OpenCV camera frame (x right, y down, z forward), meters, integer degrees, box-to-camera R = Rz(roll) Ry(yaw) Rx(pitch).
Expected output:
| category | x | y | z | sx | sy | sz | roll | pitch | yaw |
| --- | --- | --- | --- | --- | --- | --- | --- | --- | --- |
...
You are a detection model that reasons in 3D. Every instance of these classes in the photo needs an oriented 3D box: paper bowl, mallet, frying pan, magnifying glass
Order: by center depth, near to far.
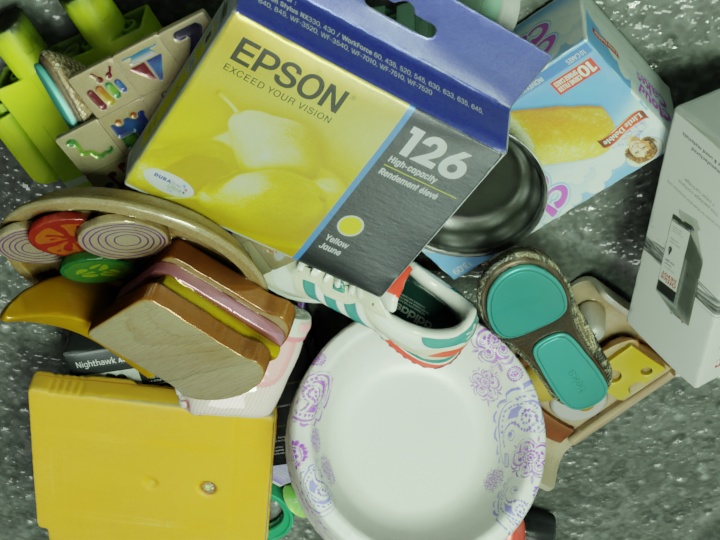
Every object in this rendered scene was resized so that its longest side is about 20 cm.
| category | x | y | z | sx | sy | sz | roll | pitch | yaw |
| --- | --- | --- | --- | --- | --- | --- | --- | --- | --- |
| frying pan | 0.034 | -0.067 | 0.940 | 0.187 | 0.031 | 0.116 | 17 | 133 | -6 |
| paper bowl | 0.038 | 0.136 | 1.107 | 0.197 | 0.204 | 0.104 | 10 | 165 | -8 |
| magnifying glass | -0.131 | 0.189 | 1.293 | 0.079 | 0.023 | 0.200 | -23 | 131 | 21 |
| mallet | 0.145 | 0.293 | 1.377 | 0.065 | 0.042 | 0.202 | 5 | 138 | 1 |

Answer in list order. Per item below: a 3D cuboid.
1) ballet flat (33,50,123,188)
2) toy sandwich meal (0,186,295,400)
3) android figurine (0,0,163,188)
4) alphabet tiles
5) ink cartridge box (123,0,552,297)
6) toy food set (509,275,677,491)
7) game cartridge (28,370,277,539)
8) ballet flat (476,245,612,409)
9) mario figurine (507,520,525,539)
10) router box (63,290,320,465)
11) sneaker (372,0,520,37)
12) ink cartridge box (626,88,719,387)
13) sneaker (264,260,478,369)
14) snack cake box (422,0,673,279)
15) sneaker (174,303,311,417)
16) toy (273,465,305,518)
| category | x | y | z | sx | sy | sz | roll | pitch | yaw |
| --- | --- | --- | --- | --- | --- | --- | --- | --- | --- |
| ballet flat | -0.155 | -0.077 | 0.961 | 0.065 | 0.071 | 0.201 | -28 | 133 | -9 |
| toy sandwich meal | -0.148 | 0.020 | 0.932 | 0.202 | 0.071 | 0.206 | 9 | 153 | 5 |
| android figurine | -0.168 | -0.109 | 0.989 | 0.180 | 0.041 | 0.201 | -20 | 130 | 19 |
| alphabet tiles | -0.091 | -0.072 | 0.914 | 0.165 | 0.006 | 0.201 | -23 | 129 | 16 |
| ink cartridge box | -0.014 | -0.092 | 0.867 | 0.196 | 0.047 | 0.200 | 24 | 129 | -22 |
| toy food set | 0.178 | 0.102 | 1.171 | 0.143 | 0.061 | 0.200 | 32 | 127 | -26 |
| game cartridge | -0.171 | 0.164 | 1.166 | 0.197 | 0.033 | 0.178 | 8 | 127 | 0 |
| ballet flat | 0.129 | 0.028 | 1.033 | 0.067 | 0.076 | 0.200 | -25 | 138 | 13 |
| mario figurine | 0.057 | 0.246 | 1.272 | 0.198 | 0.106 | 0.125 | -21 | 102 | 34 |
| router box | -0.127 | 0.098 | 1.167 | 0.197 | 0.051 | 0.151 | -8 | 125 | 8 |
| sneaker | 0.001 | -0.150 | 0.920 | 0.199 | 0.075 | 0.118 | -28 | 134 | 29 |
| ink cartridge box | 0.278 | -0.034 | 0.981 | 0.145 | 0.083 | 0.202 | -23 | 139 | -23 |
| sneaker | 0.000 | 0.001 | 1.031 | 0.198 | 0.071 | 0.093 | 30 | 161 | -4 |
| snack cake box | 0.106 | -0.091 | 0.983 | 0.199 | 0.068 | 0.115 | -32 | 125 | 29 |
| sneaker | -0.142 | 0.050 | 1.068 | 0.198 | 0.075 | 0.106 | 20 | 104 | 9 |
| toy | 0.007 | 0.165 | 1.245 | 0.115 | 0.048 | 0.199 | 33 | 127 | -29 |
